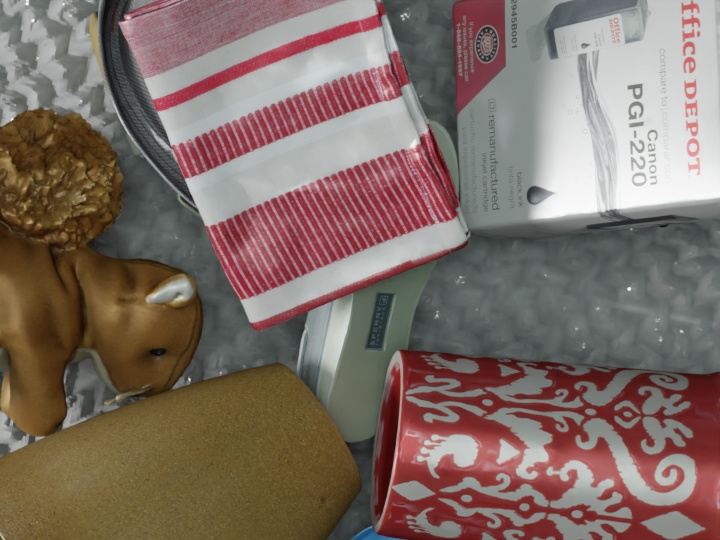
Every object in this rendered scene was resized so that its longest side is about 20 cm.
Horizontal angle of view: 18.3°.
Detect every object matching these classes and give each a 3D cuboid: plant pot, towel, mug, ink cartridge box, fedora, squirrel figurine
[{"bbox_3d":[-0.105,0.148,1.324,0.199,0.186,0.187,-33,85,-15],"label":"plant pot"},{"bbox_3d":[-0.035,-0.078,1.277,0.143,0.023,0.201,-21,105,3],"label":"towel"},{"bbox_3d":[0.110,0.131,1.298,0.198,0.134,0.179,9,60,-6],"label":"mug"},{"bbox_3d":[0.155,-0.099,1.312,0.199,0.085,0.147,-6,84,40],"label":"ink cartridge box"},{"bbox_3d":[-0.062,-0.134,1.336,0.176,0.090,0.201,-17,72,-31],"label":"fedora"},{"bbox_3d":[-0.189,-0.001,1.347,0.185,0.142,0.202,-2,88,-4],"label":"squirrel figurine"}]

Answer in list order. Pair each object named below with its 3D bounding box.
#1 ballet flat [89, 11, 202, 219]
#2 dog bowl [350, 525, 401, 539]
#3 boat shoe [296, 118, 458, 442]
[{"bbox_3d":[-0.106,-0.077,1.384,0.200,0.069,0.063,42,104,6],"label":"ballet flat"},{"bbox_3d":[-0.005,0.236,1.362,0.200,0.050,0.112,-40,85,0],"label":"dog bowl"},{"bbox_3d":[0.001,0.001,1.358,0.070,0.071,0.202,9,100,-34],"label":"boat shoe"}]
